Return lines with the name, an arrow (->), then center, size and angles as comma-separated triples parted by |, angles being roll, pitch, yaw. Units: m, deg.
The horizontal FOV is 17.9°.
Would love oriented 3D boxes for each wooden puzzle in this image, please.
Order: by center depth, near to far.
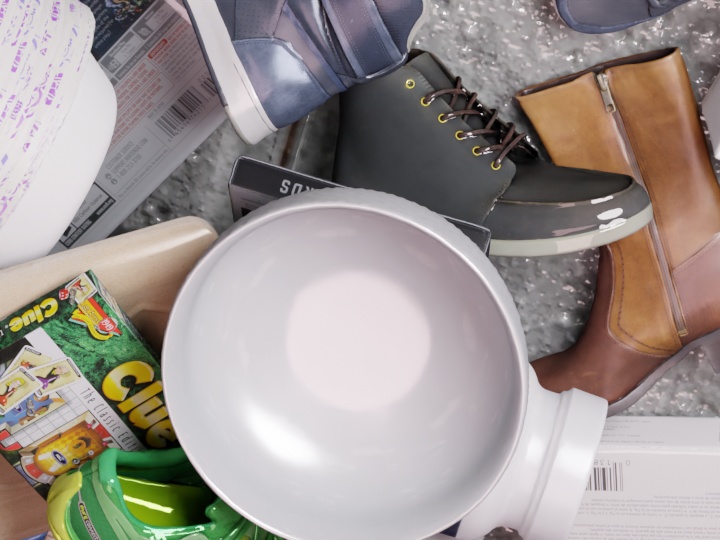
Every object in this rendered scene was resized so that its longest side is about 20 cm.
wooden puzzle -> -0.164, 0.061, 1.310 | 0.184, 0.046, 0.201 | -17, 136, -12

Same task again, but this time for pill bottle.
pill bottle -> 0.038, 0.092, 1.349 | 0.199, 0.116, 0.116 | 17, 121, 3

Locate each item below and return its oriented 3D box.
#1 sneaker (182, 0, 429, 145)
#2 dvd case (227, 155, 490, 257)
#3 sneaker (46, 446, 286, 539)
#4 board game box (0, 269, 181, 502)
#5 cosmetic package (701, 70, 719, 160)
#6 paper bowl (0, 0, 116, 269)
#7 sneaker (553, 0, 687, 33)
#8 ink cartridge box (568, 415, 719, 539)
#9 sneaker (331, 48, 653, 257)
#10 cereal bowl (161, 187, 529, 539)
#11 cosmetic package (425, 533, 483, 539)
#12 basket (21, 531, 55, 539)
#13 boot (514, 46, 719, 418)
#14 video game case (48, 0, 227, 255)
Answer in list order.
sneaker -> -0.041, -0.193, 1.289 | 0.146, 0.077, 0.203 | -24, 94, 10
dvd case -> 0.000, 0.000, 1.347 | 0.149, 0.025, 0.200 | 16, 160, 7
sneaker -> -0.077, 0.145, 1.296 | 0.199, 0.074, 0.084 | 13, 142, -29
board game box -> -0.149, 0.086, 1.292 | 0.104, 0.024, 0.200 | -32, 137, 2
cosmetic package -> 0.302, -0.081, 1.266 | 0.199, 0.085, 0.108 | 25, 114, -8
paper bowl -> -0.214, -0.069, 1.297 | 0.104, 0.201, 0.201 | 32, 121, -21
sneaker -> 0.180, -0.170, 1.212 | 0.202, 0.146, 0.077 | -32, 111, 27
ink cartridge box -> 0.208, 0.179, 1.467 | 0.199, 0.045, 0.177 | 1, 118, 11
sneaker -> 0.070, -0.070, 1.314 | 0.199, 0.075, 0.107 | 4, 109, 24
cereal bowl -> -0.005, 0.047, 1.240 | 0.199, 0.083, 0.201 | 2, 108, 6
cosmetic package -> -0.012, 0.249, 1.426 | 0.122, 0.200, 0.200 | 16, 144, 3
basket -> -0.184, 0.120, 1.439 | 0.199, 0.139, 0.177 | 27, 88, -1
boot -> 0.140, -0.017, 1.361 | 0.188, 0.069, 0.201 | -18, 109, 30
video game case -> -0.184, -0.119, 1.393 | 0.182, 0.023, 0.200 | 41, 119, -13
